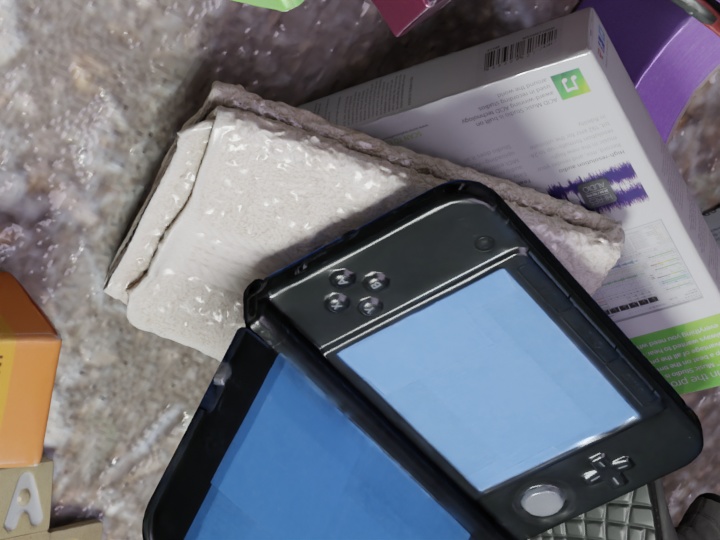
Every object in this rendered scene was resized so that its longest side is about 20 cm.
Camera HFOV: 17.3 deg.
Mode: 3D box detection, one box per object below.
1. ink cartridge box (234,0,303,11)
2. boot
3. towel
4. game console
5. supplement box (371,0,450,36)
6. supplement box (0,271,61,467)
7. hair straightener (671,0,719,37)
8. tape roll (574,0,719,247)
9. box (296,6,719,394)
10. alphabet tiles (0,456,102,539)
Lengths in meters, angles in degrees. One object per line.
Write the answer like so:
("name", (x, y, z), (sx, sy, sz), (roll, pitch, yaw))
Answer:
("ink cartridge box", (-0.087, -0.197, 0.808), (0.084, 0.145, 0.200), (-48, 131, -22))
("boot", (0.145, 0.142, 1.162), (0.131, 0.067, 0.201), (-40, 126, -50))
("towel", (0.000, 0.000, 1.012), (0.199, 0.035, 0.133), (17, 132, -16))
("game console", (0.033, 0.089, 0.995), (0.170, 0.119, 0.200), (-28, 129, 23))
("supplement box", (0.067, -0.196, 0.929), (0.200, 0.086, 0.111), (-36, 94, -8))
("supplement box", (-0.224, 0.042, 0.942), (0.199, 0.069, 0.067), (0, 116, -29))
("hair straightener", (0.158, -0.142, 1.009), (0.200, 0.041, 0.077), (34, 110, 2))
("tape roll", (0.179, -0.068, 1.119), (0.199, 0.066, 0.201), (-15, 124, -22))
("box", (0.077, -0.013, 1.050), (0.144, 0.036, 0.200), (-16, 127, 23))
("alphabet tiles", (-0.180, 0.184, 1.039), (0.166, 0.006, 0.201), (-6, 105, -49))
